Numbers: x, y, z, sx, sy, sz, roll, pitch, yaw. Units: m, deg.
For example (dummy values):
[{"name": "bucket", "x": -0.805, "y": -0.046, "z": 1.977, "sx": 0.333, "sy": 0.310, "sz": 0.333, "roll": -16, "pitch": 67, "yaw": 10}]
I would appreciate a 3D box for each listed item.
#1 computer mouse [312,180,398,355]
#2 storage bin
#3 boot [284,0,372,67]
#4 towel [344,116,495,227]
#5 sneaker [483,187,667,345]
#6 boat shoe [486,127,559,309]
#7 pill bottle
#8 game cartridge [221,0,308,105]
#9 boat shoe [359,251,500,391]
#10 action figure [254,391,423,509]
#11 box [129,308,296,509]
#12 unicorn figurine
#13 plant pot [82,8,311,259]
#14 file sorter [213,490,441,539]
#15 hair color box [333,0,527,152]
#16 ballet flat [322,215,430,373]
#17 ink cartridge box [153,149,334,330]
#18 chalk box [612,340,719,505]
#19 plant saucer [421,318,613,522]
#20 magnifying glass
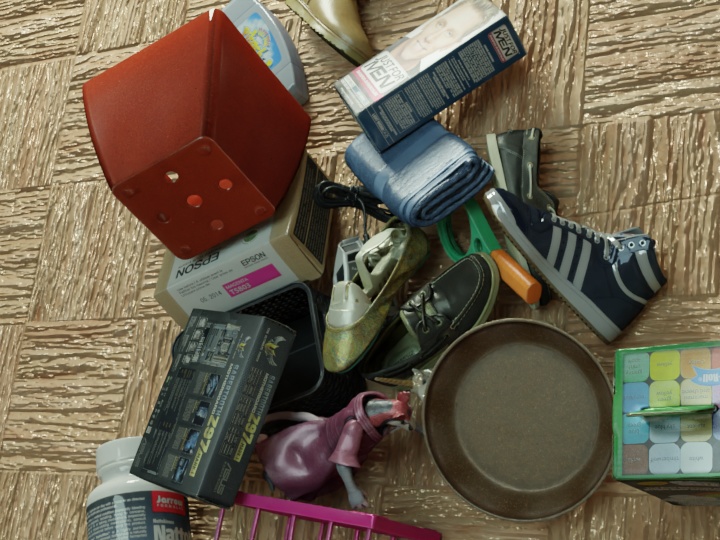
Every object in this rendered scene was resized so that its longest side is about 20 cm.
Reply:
[{"name": "computer mouse", "x": 0.000, "y": 0.000, "z": 1.540, "sx": 0.044, "sy": 0.109, "sz": 0.201, "roll": 150, "pitch": 122, "yaw": -64}, {"name": "storage bin", "x": -0.106, "y": 0.114, "z": 1.556, "sx": 0.200, "sy": 0.094, "sz": 0.136, "roll": -24, "pitch": 62, "yaw": 25}, {"name": "boot", "x": 0.012, "y": -0.367, "z": 1.672, "sx": 0.200, "sy": 0.066, "sz": 0.175, "roll": -49, "pitch": 55, "yaw": 7}, {"name": "towel", "x": 0.061, "y": -0.115, "z": 1.507, "sx": 0.112, "sy": 0.049, "sz": 0.200, "roll": -38, "pitch": 34, "yaw": -3}, {"name": "sneaker", "x": 0.221, "y": -0.031, "z": 1.365, "sx": 0.108, "sy": 0.070, "sz": 0.200, "roll": -42, "pitch": 99, "yaw": 9}, {"name": "boat shoe", "x": 0.182, "y": -0.058, "z": 1.449, "sx": 0.067, "sy": 0.072, "sz": 0.201, "roll": -9, "pitch": 72, "yaw": 0}, {"name": "pill bottle", "x": -0.255, "y": 0.300, "z": 1.567, "sx": 0.119, "sy": 0.120, "sz": 0.201, "roll": -21, "pitch": 63, "yaw": 25}, {"name": "game cartridge", "x": -0.146, "y": -0.265, "z": 1.755, "sx": 0.133, "sy": 0.040, "sz": 0.200, "roll": -37, "pitch": 57, "yaw": 12}, {"name": "boat shoe", "x": 0.071, "y": 0.058, "z": 1.445, "sx": 0.201, "sy": 0.066, "sz": 0.072, "roll": -50, "pitch": 53, "yaw": 33}, {"name": "action figure", "x": -0.011, "y": 0.166, "z": 1.427, "sx": 0.149, "sy": 0.134, "sz": 0.200, "roll": 51, "pitch": 131, "yaw": 5}, {"name": "box", "x": -0.159, "y": 0.143, "z": 1.455, "sx": 0.158, "sy": 0.051, "sz": 0.201, "roll": 2, "pitch": 69, "yaw": 55}, {"name": "unicorn figurine", "x": 0.139, "y": 0.125, "z": 1.415, "sx": 0.200, "sy": 0.074, "sz": 0.138, "roll": -33, "pitch": 56, "yaw": 0}, {"name": "plant pot", "x": -0.186, "y": -0.134, "z": 1.537, "sx": 0.200, "sy": 0.200, "sz": 0.177, "roll": -25, "pitch": 41, "yaw": 20}, {"name": "file sorter", "x": -0.044, "y": 0.311, "z": 1.416, "sx": 0.200, "sy": 0.139, "sz": 0.126, "roll": 3, "pitch": 76, "yaw": 34}, {"name": "hair color box", "x": 0.077, "y": -0.227, "z": 1.533, "sx": 0.200, "sy": 0.061, "sz": 0.100, "roll": -33, "pitch": 34, "yaw": 1}, {"name": "ballet flat", "x": 0.007, "y": 0.019, "z": 1.473, "sx": 0.071, "sy": 0.071, "sz": 0.200, "roll": 14, "pitch": 56, "yaw": 35}, {"name": "ink cartridge box", "x": -0.135, "y": -0.036, "z": 1.604, "sx": 0.200, "sy": 0.075, "sz": 0.165, "roll": -23, "pitch": 35, "yaw": 24}, {"name": "chalk box", "x": 0.302, "y": 0.135, "z": 1.217, "sx": 0.124, "sy": 0.200, "sz": 0.124, "roll": -6, "pitch": 70, "yaw": 31}, {"name": "plant saucer", "x": 0.160, "y": 0.146, "z": 1.343, "sx": 0.200, "sy": 0.037, "sz": 0.201, "roll": 1, "pitch": 92, "yaw": 23}, {"name": "magnifying glass", "x": 0.133, "y": -0.022, "z": 1.446, "sx": 0.200, "sy": 0.022, "sz": 0.080, "roll": 45, "pitch": 139, "yaw": 51}]
